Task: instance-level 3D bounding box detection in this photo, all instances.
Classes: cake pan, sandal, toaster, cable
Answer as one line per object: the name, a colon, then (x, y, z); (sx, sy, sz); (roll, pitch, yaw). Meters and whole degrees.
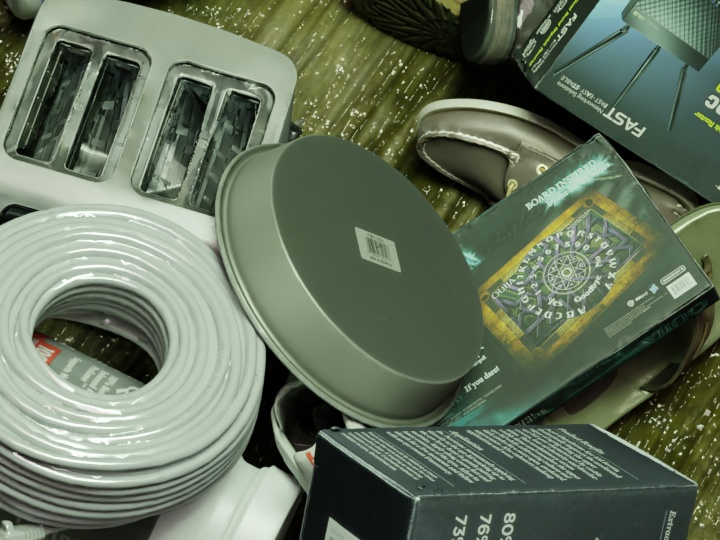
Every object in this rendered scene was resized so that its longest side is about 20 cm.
cake pan: (0.000, 0.000, 1.355); (0.200, 0.037, 0.201); (32, 38, -29)
sandal: (0.191, 0.041, 1.453); (0.201, 0.057, 0.080); (-45, 106, -14)
toaster: (-0.139, -0.067, 1.443); (0.180, 0.119, 0.201); (17, 62, -1)
cable: (-0.153, 0.050, 1.279); (0.199, 0.069, 0.201); (-8, 56, -21)

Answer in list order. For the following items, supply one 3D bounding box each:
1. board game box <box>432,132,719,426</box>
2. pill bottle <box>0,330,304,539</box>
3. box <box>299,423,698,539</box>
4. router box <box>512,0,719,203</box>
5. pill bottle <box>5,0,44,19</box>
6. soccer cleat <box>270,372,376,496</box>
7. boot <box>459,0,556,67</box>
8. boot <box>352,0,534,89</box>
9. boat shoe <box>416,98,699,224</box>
board game box: (0.108, 0.020, 1.435); (0.200, 0.028, 0.136); (-34, 62, 3)
pill bottle: (-0.141, 0.125, 1.345); (0.199, 0.116, 0.116); (25, 62, 4)
box: (0.071, 0.171, 1.258); (0.199, 0.149, 0.104); (2, 15, -34)
router box: (0.223, -0.140, 1.469); (0.200, 0.150, 0.062); (30, 18, -21)
pill bottle: (-0.150, -0.246, 1.534); (0.199, 0.114, 0.114); (-16, 67, -17)
soccer cleat: (-0.021, 0.086, 1.359); (0.069, 0.085, 0.200); (-35, 26, 9)
boot: (0.159, -0.201, 1.542); (0.173, 0.069, 0.201); (12, 76, -19)
boot: (0.094, -0.241, 1.603); (0.175, 0.066, 0.201); (26, 62, -9)
boat shoe: (0.126, -0.053, 1.506); (0.199, 0.072, 0.060); (22, 59, -4)
